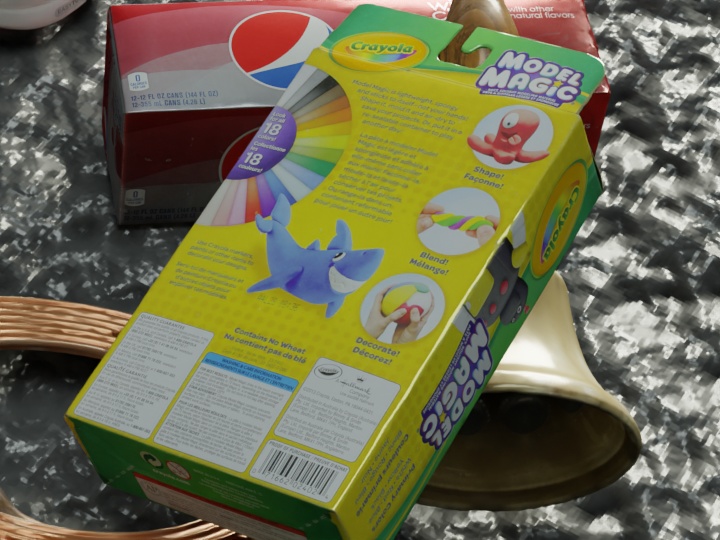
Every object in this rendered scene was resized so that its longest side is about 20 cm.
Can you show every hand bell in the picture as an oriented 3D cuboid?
[{"bbox_3d":[0.047,-0.022,1.063,0.103,0.104,0.201,3,61,-7],"label":"hand bell"}]

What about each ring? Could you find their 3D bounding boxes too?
[{"bbox_3d":[-0.105,0.064,1.009,0.199,0.019,0.201,12,26,-6],"label":"ring"}]

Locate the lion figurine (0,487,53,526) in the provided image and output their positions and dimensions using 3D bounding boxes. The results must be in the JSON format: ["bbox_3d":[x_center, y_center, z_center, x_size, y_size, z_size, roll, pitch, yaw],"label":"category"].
[{"bbox_3d":[-0.067,0.141,0.959,0.122,0.073,0.201,-2,47,-15],"label":"lion figurine"}]

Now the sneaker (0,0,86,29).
[{"bbox_3d":[-0.106,-0.188,1.219,0.075,0.100,0.200,24,48,15],"label":"sneaker"}]

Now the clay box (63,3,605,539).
[{"bbox_3d":[0.000,0.000,0.976,0.114,0.048,0.200,17,59,31],"label":"clay box"}]

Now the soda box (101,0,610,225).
[{"bbox_3d":[-0.004,-0.067,1.150,0.198,0.070,0.064,-3,49,-11],"label":"soda box"}]
